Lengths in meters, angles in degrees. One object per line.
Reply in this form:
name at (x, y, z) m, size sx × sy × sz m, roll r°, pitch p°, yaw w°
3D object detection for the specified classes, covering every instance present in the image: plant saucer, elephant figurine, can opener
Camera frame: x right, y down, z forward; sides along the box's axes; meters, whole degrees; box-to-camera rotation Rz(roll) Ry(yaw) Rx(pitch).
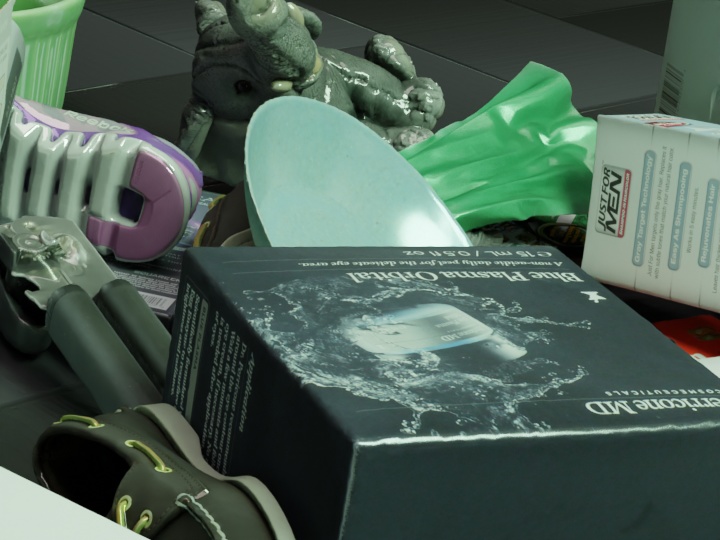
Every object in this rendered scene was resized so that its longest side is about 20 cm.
plant saucer at (0.000, 0.000, 1.100) m, size 0.201 × 0.039 × 0.201 m, roll 38°, pitch 32°, yaw -28°
elephant figurine at (-0.056, -0.116, 1.285) m, size 0.200 × 0.155 × 0.142 m, roll 26°, pitch 27°, yaw -38°
can opener at (-0.135, 0.040, 1.058) m, size 0.053 × 0.067 × 0.200 m, roll -7°, pitch 39°, yaw -33°

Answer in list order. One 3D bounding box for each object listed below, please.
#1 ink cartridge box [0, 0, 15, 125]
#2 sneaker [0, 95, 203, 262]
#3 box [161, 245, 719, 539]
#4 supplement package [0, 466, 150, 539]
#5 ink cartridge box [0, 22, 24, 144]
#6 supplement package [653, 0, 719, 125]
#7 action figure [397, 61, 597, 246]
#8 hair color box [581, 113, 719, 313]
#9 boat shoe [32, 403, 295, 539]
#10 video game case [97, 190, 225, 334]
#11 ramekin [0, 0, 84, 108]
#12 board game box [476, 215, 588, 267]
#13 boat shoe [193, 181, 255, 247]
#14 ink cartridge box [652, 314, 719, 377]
ink cartridge box at (-0.202, -0.013, 0.950) m, size 0.050 × 0.200 × 0.161 m, roll 7°, pitch 21°, yaw 0°
sneaker at (-0.177, -0.062, 1.216) m, size 0.200 × 0.081 × 0.088 m, roll 19°, pitch 17°, yaw 15°
box at (0.038, 0.076, 0.912) m, size 0.197 × 0.117 × 0.200 m, roll -1°, pitch 24°, yaw -26°
supplement package at (-0.124, 0.150, 0.673) m, size 0.200 × 0.120 × 0.121 m, roll 21°, pitch 27°, yaw 31°
ink cartridge box at (-0.298, -0.072, 1.133) m, size 0.200 × 0.057 × 0.163 m, roll 10°, pitch 66°, yaw 1°
supplement package at (0.262, -0.088, 1.289) m, size 0.111 × 0.200 × 0.156 m, roll 1°, pitch 22°, yaw -17°
action figure at (0.064, -0.049, 1.249) m, size 0.200 × 0.055 × 0.118 m, roll -24°, pitch 60°, yaw -34°
hair color box at (0.224, -0.026, 1.175) m, size 0.200 × 0.099 × 0.061 m, roll 15°, pitch 15°, yaw 41°
boat shoe at (-0.081, 0.110, 0.862) m, size 0.061 × 0.072 × 0.201 m, roll -2°, pitch 15°, yaw -25°
video game case at (-0.147, -0.016, 1.223) m, size 0.143 × 0.019 × 0.200 m, roll 12°, pitch 21°, yaw 10°
ramekin at (-0.290, -0.155, 1.418) m, size 0.200 × 0.098 × 0.200 m, roll 6°, pitch 22°, yaw -3°
board game box at (0.102, -0.020, 1.309) m, size 0.105 × 0.023 × 0.200 m, roll 10°, pitch 22°, yaw 13°
boat shoe at (-0.061, 0.007, 1.124) m, size 0.061 × 0.072 × 0.201 m, roll -32°, pitch 19°, yaw 25°
ink cartridge box at (0.193, 0.054, 1.120) m, size 0.163 × 0.057 × 0.200 m, roll -6°, pitch 30°, yaw -30°
